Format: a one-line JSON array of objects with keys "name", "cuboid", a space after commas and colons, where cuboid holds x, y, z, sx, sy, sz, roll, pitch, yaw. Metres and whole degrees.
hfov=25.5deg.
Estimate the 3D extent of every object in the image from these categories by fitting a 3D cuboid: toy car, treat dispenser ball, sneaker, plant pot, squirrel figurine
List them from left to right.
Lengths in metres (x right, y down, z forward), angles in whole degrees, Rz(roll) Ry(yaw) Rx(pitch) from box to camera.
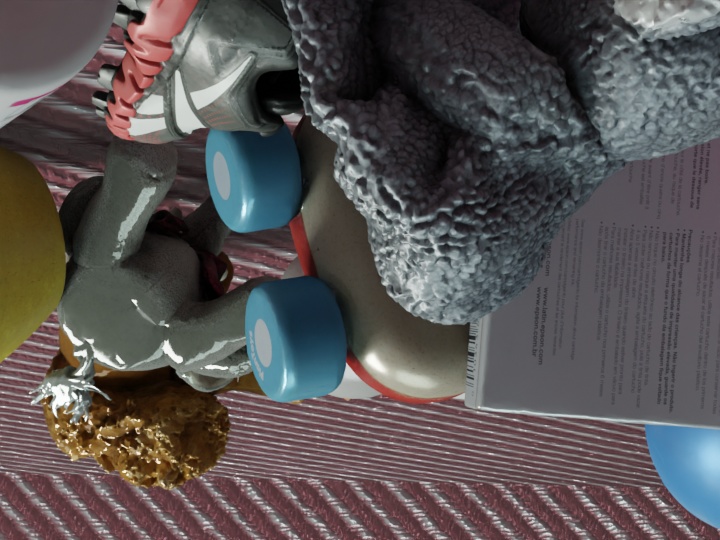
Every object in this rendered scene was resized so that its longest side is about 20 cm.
[{"name": "plant pot", "cuboid": [-0.263, -0.010, 0.954, 0.141, 0.201, 0.200, -14, 177, -34]}, {"name": "squirrel figurine", "cuboid": [-0.128, 0.072, 1.167, 0.186, 0.201, 0.142, 17, 159, 1]}, {"name": "sneaker", "cuboid": [-0.068, -0.095, 0.745, 0.098, 0.071, 0.200, 25, 161, -7]}, {"name": "toy car", "cuboid": [0.000, 0.000, 0.892, 0.183, 0.178, 0.200, -10, 168, -23]}, {"name": "treat dispenser ball", "cuboid": [0.349, 0.132, 1.391, 0.200, 0.202, 0.201, 1, 166, 0]}]

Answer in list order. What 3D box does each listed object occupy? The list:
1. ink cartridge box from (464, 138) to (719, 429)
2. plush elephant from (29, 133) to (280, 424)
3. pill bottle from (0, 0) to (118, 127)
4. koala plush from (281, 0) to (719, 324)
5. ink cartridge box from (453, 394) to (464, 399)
[{"name": "ink cartridge box", "cuboid": [0.157, -0.021, 0.791, 0.199, 0.198, 0.043, 6, 178, -9]}, {"name": "plush elephant", "cuboid": [-0.125, 0.001, 1.045, 0.165, 0.155, 0.200, 42, 116, -7]}, {"name": "pill bottle", "cuboid": [-0.194, -0.102, 0.673, 0.113, 0.114, 0.200, 10, 163, -33]}, {"name": "koala plush", "cuboid": [0.091, -0.085, 0.653, 0.199, 0.185, 0.177, -17, 161, 18]}, {"name": "ink cartridge box", "cuboid": [0.138, -0.002, 0.984, 0.087, 0.146, 0.200, 11, 162, -39]}]
